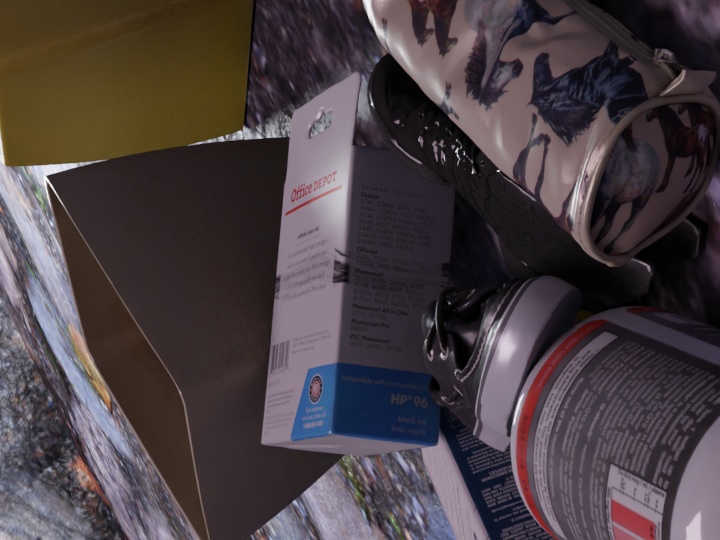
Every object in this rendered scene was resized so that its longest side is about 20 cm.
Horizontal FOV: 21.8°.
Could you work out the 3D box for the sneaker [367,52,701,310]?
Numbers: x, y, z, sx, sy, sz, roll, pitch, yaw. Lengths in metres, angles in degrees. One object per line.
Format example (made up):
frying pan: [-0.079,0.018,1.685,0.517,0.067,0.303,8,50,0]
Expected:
sneaker: [0.075,-0.054,0.882,0.200,0.060,0.104,51,162,21]

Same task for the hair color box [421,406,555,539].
hair color box: [0.089,0.142,1.033,0.100,0.060,0.200,80,171,-47]

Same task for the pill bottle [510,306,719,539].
pill bottle: [0.154,0.088,0.752,0.200,0.116,0.116,25,138,64]

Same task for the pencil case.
pencil case: [0.074,-0.092,0.796,0.200,0.078,0.090,50,118,41]

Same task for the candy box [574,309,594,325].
candy box: [0.140,0.114,0.976,0.102,0.026,0.201,30,142,67]

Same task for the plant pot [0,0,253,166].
plant pot: [-0.201,-0.188,1.295,0.200,0.176,0.200,58,161,20]

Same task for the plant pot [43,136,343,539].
plant pot: [-0.072,0.030,1.218,0.200,0.177,0.200,53,159,33]

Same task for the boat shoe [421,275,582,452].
boat shoe: [0.060,0.037,0.902,0.066,0.070,0.200,30,171,9]

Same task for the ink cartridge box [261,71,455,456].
ink cartridge box: [0.000,0.000,1.058,0.116,0.068,0.201,161,115,-66]
